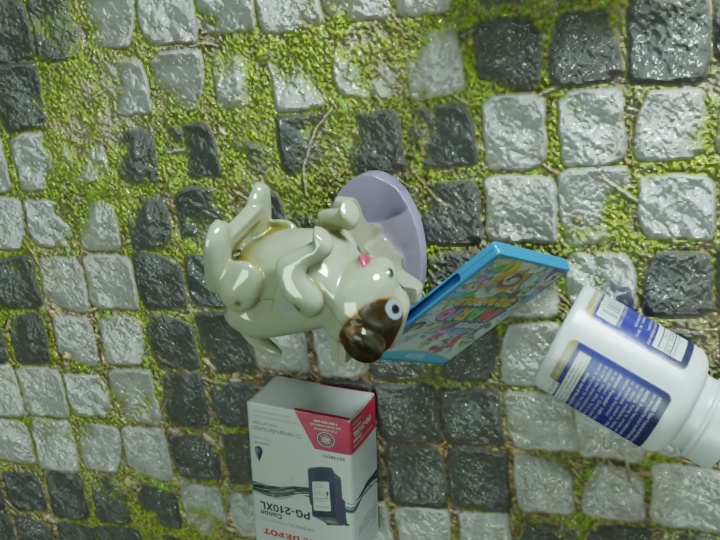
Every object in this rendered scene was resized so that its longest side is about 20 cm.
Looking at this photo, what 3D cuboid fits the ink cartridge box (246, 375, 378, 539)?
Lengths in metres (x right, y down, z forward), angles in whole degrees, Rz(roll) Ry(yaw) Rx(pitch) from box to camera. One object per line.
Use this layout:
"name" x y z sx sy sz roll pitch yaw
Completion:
"ink cartridge box" -0.058 0.250 1.314 0.142 0.084 0.204 7 111 22

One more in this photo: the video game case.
"video game case" 0.115 0.041 1.133 0.199 0.142 0.018 -40 60 30

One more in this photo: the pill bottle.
"pill bottle" 0.291 0.115 1.086 0.198 0.120 0.121 30 118 12

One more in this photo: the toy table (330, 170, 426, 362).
"toy table" 0.000 0.000 1.179 0.181 0.117 0.204 -3 107 25

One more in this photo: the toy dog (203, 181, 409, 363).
"toy dog" -0.047 0.023 1.065 0.197 0.139 0.197 14 113 17
